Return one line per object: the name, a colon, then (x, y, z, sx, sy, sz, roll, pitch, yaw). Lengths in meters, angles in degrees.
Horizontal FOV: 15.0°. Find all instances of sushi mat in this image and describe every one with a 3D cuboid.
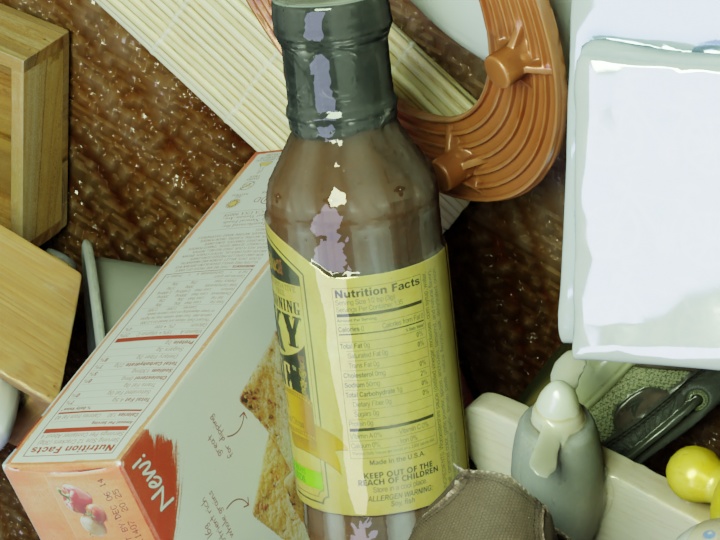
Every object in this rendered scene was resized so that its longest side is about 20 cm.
sushi mat: (-0.033, -0.088, 1.070, 0.200, 0.012, 0.096, 43, 135, 6)

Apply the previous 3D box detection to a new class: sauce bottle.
sauce bottle: (0.000, 0.000, 0.956, 0.064, 0.065, 0.201, 5, 109, 34)

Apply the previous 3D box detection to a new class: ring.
ring: (-0.002, -0.107, 0.962, 0.200, 0.019, 0.201, 42, 153, 28)

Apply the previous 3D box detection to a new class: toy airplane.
toy airplane: (0.139, 0.105, 0.926, 0.199, 0.141, 0.200, -24, 86, 35)

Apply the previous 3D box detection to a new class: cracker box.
cracker box: (-0.037, 0.062, 1.021, 0.057, 0.200, 0.134, -3, 124, 34)

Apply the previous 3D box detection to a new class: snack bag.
snack bag: (0.151, -0.063, 0.845, 0.188, 0.021, 0.201, 6, 102, 22)

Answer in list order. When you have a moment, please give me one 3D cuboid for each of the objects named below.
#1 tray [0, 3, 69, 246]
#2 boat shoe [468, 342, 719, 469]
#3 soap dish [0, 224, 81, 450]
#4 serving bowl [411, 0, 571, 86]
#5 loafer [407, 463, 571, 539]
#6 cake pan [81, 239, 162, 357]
tray: (-0.215, -0.088, 1.191, 0.199, 0.037, 0.099, 23, 128, 23)
boat shoe: (0.073, 0.084, 1.037, 0.066, 0.072, 0.201, 38, 113, 2)
soap dish: (-0.212, 0.000, 1.153, 0.199, 0.081, 0.157, 31, 165, -5)
serving bowl: (0.068, -0.143, 0.924, 0.199, 0.066, 0.201, 18, 126, 26)
loafer: (0.049, 0.111, 0.917, 0.073, 0.071, 0.200, 20, 168, 7)
cake pan: (-0.087, 0.086, 1.121, 0.037, 0.201, 0.201, -6, 122, -7)
